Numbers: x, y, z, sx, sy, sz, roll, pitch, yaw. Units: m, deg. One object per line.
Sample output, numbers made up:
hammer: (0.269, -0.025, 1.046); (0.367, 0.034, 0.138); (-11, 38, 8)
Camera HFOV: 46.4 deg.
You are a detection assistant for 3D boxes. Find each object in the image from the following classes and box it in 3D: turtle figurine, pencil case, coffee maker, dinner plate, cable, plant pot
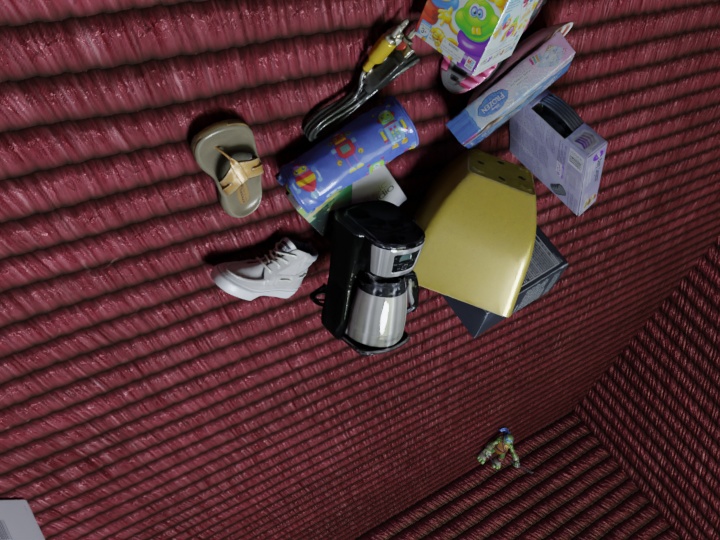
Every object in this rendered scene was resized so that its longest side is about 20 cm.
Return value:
turtle figurine: (0.528, 0.719, 3.210); (0.143, 0.201, 0.194); (-8, 152, -22)
pencil case: (-0.017, -0.155, 1.152); (0.199, 0.078, 0.087); (-33, 165, -2)
coffee maker: (0.000, 0.000, 1.293); (0.135, 0.191, 0.201); (-36, 142, -52)
dinner plate: (0.231, -0.308, 1.255); (0.200, 0.024, 0.200); (-38, 176, -3)
cable: (0.002, -0.250, 1.111); (0.200, 0.051, 0.097); (-37, 174, 24)
plant pot: (0.193, -0.080, 1.383); (0.196, 0.193, 0.201); (-75, -174, -61)

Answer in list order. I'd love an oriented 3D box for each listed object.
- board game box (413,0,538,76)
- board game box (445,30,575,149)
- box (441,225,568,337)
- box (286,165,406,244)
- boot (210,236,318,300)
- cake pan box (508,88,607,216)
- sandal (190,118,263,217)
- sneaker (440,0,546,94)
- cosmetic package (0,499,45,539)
board game box: (0.163, -0.360, 1.023); (0.105, 0.103, 0.201); (-36, 159, -43)
board game box: (0.224, -0.261, 1.254); (0.199, 0.043, 0.200); (-40, 178, 13)
box: (0.242, -0.017, 1.586); (0.197, 0.201, 0.124); (-28, 159, -20)
box: (-0.015, -0.112, 1.290); (0.144, 0.036, 0.200); (-41, 153, 3)
boot: (-0.140, -0.012, 1.265); (0.096, 0.074, 0.200); (-53, 160, 15)
cake pan box: (0.325, -0.209, 1.411); (0.052, 0.184, 0.200); (-39, 154, -9)
sandal: (-0.156, -0.121, 1.069); (0.080, 0.054, 0.200); (-33, 154, -12)
sneaker: (0.194, -0.330, 1.183); (0.200, 0.079, 0.095); (-50, 163, 25)
cosmetic package: (-0.637, 0.467, 1.311); (0.200, 0.123, 0.199); (-44, 154, 7)
